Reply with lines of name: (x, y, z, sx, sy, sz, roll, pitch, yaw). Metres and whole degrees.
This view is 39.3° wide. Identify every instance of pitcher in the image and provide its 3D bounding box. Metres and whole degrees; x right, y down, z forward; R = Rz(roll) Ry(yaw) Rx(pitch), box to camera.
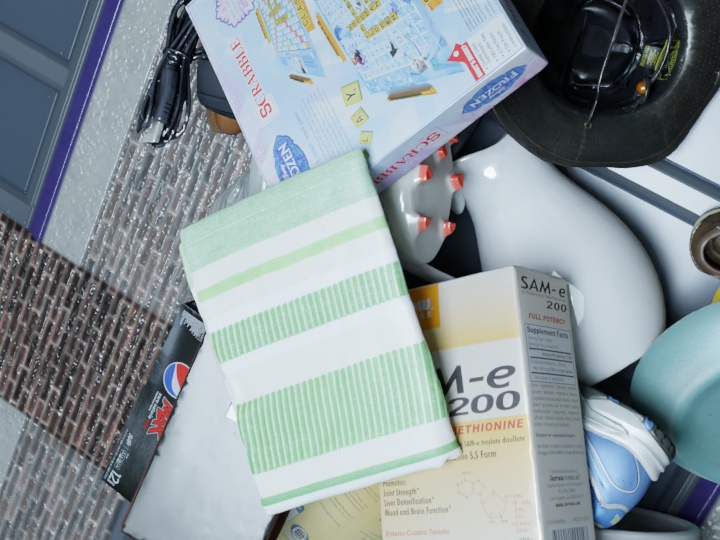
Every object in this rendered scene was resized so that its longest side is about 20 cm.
pitcher: (0.121, -0.003, 0.754, 0.171, 0.121, 0.201, -30, 83, -13)

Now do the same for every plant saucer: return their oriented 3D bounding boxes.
plant saucer: (0.291, 0.097, 0.703, 0.198, 0.036, 0.201, 5, 132, 5)

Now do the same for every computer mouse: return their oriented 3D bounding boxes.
computer mouse: (-0.071, -0.147, 0.767, 0.198, 0.053, 0.140, 14, 79, 10)

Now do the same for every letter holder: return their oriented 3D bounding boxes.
letter holder: (-0.075, 0.112, 0.758, 0.100, 0.142, 0.202, 24, 93, 8)

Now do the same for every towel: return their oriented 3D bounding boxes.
towel: (-0.030, 0.044, 0.650, 0.151, 0.023, 0.202, -20, 86, 24)

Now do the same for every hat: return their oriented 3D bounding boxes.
hat: (0.167, -0.171, 0.731, 0.198, 0.081, 0.203, -6, 111, -14)

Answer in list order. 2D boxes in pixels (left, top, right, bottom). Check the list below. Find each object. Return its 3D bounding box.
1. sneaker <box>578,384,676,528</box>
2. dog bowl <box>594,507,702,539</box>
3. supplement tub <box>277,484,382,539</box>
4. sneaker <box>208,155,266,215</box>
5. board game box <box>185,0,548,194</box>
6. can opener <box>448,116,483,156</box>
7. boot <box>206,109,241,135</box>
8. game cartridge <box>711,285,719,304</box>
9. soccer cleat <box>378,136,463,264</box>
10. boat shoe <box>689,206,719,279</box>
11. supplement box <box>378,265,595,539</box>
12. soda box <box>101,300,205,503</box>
sneaker: (0.117, 0.106, 0.713, 0.199, 0.076, 0.077, 26, 77, 41)
dog bowl: (0.162, 0.209, 0.752, 0.198, 0.200, 0.059, 4, 85, 21)
supplement tub: (0.002, 0.156, 0.830, 0.199, 0.144, 0.145, -38, 84, 23)
sneaker: (-0.091, -0.047, 0.855, 0.088, 0.081, 0.202, 28, 124, 22)
board game box: (-0.006, -0.158, 0.672, 0.199, 0.041, 0.201, -35, 67, 24)
can opener: (0.086, -0.177, 0.769, 0.078, 0.063, 0.202, 22, 80, 24)
boot: (-0.027, -0.167, 0.833, 0.155, 0.077, 0.201, 37, 99, 15)
game cartridge: (0.336, 0.006, 0.661, 0.174, 0.033, 0.201, 11, 128, -1)
soccer cleat: (0.024, -0.103, 0.710, 0.077, 0.069, 0.203, -7, 83, 32)
boat shoe: (0.335, -0.014, 0.705, 0.200, 0.075, 0.076, -5, 97, 23)
supplement box: (0.076, 0.109, 0.663, 0.125, 0.073, 0.202, -15, 73, 38)
soda box: (-0.162, 0.123, 0.930, 0.063, 0.071, 0.201, 33, 109, 15)
